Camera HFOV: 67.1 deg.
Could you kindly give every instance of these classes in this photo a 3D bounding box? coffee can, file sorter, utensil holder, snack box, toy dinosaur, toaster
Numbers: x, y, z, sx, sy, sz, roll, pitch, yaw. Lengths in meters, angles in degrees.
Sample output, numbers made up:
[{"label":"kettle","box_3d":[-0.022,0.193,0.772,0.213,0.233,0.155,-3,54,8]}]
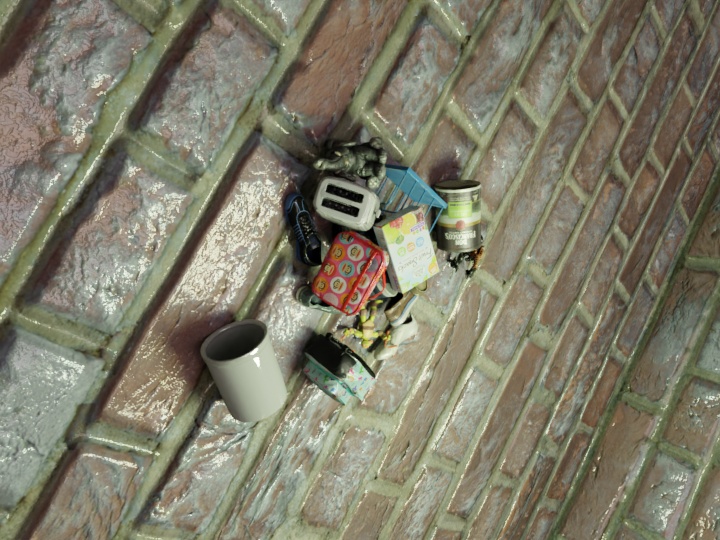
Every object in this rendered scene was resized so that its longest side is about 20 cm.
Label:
[{"label":"coffee can","box_3d":[0.311,-0.175,1.729,0.146,0.146,0.202,-19,114,-33]},{"label":"file sorter","box_3d":[0.125,-0.201,1.577,0.200,0.138,0.123,34,82,-40]},{"label":"utensil holder","box_3d":[-0.287,0.252,1.366,0.169,0.170,0.201,-30,123,-28]},{"label":"snack box","box_3d":[0.128,-0.059,1.493,0.142,0.053,0.201,-28,113,-25]},{"label":"toy dinosaur","box_3d":[0.366,-0.053,1.811,0.136,0.102,0.200,-57,167,24]},{"label":"toaster","box_3d":[-0.044,-0.176,1.394,0.199,0.129,0.114,20,91,0]}]

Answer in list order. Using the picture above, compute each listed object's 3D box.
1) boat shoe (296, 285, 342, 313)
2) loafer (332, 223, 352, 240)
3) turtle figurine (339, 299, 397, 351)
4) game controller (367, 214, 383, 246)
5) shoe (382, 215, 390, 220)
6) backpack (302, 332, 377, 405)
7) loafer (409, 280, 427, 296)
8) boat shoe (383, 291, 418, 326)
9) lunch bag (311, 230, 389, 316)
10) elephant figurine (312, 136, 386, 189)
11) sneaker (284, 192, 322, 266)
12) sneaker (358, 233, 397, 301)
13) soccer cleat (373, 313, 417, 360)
[{"label":"boat shoe","box_3d":[-0.088,0.090,1.542,0.199,0.062,0.073,15,93,-40]},{"label":"loafer","box_3d":[-0.040,-0.136,1.508,0.070,0.068,0.202,-9,106,-26]},{"label":"turtle figurine","box_3d":[0.028,0.168,1.656,0.199,0.064,0.163,7,89,-25]},{"label":"game controller","box_3d":[0.081,-0.067,1.560,0.201,0.042,0.104,60,25,-12]},{"label":"shoe","box_3d":[0.134,-0.093,1.574,0.200,0.053,0.070,47,29,-30]},{"label":"backpack","box_3d":[-0.054,0.292,1.558,0.151,0.177,0.200,-56,139,-7]},{"label":"loafer","box_3d":[0.173,-0.022,1.671,0.076,0.067,0.202,-1,78,-36]},{"label":"boat shoe","box_3d":[0.131,0.075,1.683,0.072,0.072,0.201,49,47,-27]},{"label":"lunch bag","box_3d":[-0.017,0.013,1.437,0.201,0.175,0.082,-61,170,13]},{"label":"elephant figurine","box_3d":[-0.039,-0.293,1.433,0.198,0.155,0.143,-1,68,-13]},{"label":"sneaker","box_3d":[-0.141,-0.105,1.430,0.070,0.078,0.201,-27,119,-30]},{"label":"sneaker","box_3d":[-0.001,0.001,1.547,0.077,0.146,0.203,-43,108,-41]},{"label":"soccer cleat","box_3d":[0.107,0.212,1.738,0.200,0.069,0.078,-35,118,-34]}]
